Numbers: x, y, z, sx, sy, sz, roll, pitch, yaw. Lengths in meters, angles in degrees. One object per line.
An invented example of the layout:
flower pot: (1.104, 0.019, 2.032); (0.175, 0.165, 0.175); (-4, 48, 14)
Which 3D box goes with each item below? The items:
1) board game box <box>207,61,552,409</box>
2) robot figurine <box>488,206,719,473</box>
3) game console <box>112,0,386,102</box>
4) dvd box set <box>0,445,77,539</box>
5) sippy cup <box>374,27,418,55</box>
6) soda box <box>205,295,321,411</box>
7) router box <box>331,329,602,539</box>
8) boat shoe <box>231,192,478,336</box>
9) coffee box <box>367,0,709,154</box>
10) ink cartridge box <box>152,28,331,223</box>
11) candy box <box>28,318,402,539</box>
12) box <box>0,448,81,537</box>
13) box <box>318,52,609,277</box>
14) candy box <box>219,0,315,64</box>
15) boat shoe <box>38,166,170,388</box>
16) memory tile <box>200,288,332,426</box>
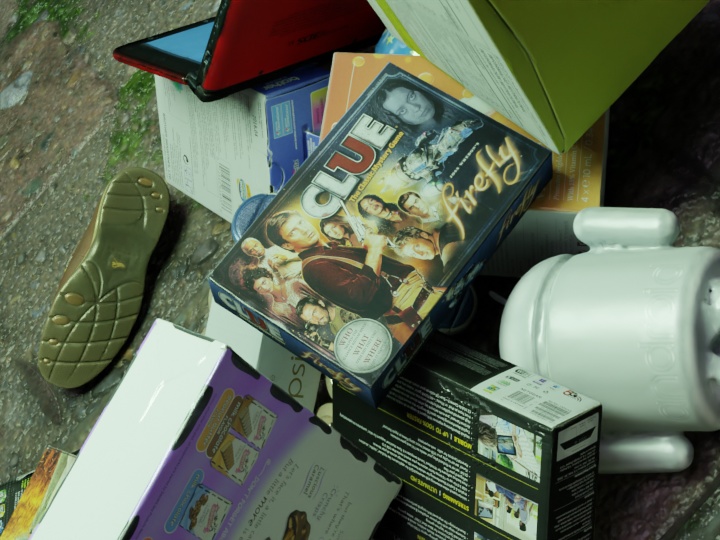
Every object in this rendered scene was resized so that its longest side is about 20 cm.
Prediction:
board game box: (0.014, -0.028, 0.972); (0.135, 0.035, 0.201); (31, 69, 21)
robot figurine: (0.172, 0.044, 0.957); (0.198, 0.112, 0.172); (-4, 86, 35)
game console: (-0.069, -0.215, 1.158); (0.119, 0.199, 0.173); (48, 140, 20)
dvd box set: (-0.229, 0.241, 1.125); (0.145, 0.029, 0.202); (12, 69, 40)
sippy cup: (0.084, -0.184, 1.154); (0.139, 0.178, 0.131); (42, 95, 22)
soda box: (-0.081, 0.114, 1.084); (0.063, 0.068, 0.202); (12, 91, 45)
router box: (0.062, 0.124, 0.974); (0.199, 0.051, 0.151); (24, 122, 43)
boat shoe: (0.000, 0.000, 1.136); (0.198, 0.072, 0.073); (26, 74, 17)
coffee box: (0.100, -0.237, 0.950); (0.200, 0.200, 0.198); (-46, 50, -3)
ink cartridge box: (-0.083, -0.107, 1.221); (0.076, 0.138, 0.199); (-22, 36, -30)
candy box: (-0.084, 0.154, 0.912); (0.071, 0.200, 0.169); (17, 72, 42)
box: (-0.223, 0.238, 1.176); (0.192, 0.048, 0.202); (-23, 51, 20)
box: (0.074, -0.074, 1.065); (0.197, 0.098, 0.126); (3, 62, 10)
candy box: (-0.031, -0.258, 1.336); (0.198, 0.061, 0.138); (-16, 55, 27)
boat shoe: (-0.224, 0.008, 1.316); (0.202, 0.071, 0.067); (-68, 15, -7)
memory tile: (-0.067, 0.094, 1.134); (0.199, 0.017, 0.155); (29, 104, 44)
